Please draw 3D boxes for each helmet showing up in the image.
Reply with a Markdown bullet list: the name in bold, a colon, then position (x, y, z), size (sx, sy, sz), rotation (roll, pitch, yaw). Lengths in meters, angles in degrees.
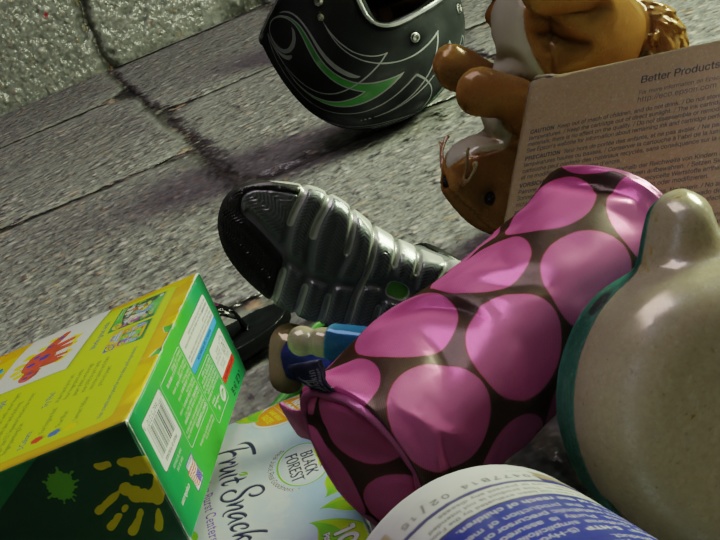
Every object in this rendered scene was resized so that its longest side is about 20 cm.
- **helmet**: position (0.010, -0.244, 1.498), size (0.201, 0.190, 0.200), rotation (-53, 1, 1)

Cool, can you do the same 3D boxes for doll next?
- **doll**: position (0.017, 0.052, 0.794), size (0.199, 0.135, 0.049), rotation (-8, 64, 58)

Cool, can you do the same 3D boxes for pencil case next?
- **pencil case**: position (0.059, 0.028, 0.666), size (0.199, 0.092, 0.093), rotation (-36, 30, -28)

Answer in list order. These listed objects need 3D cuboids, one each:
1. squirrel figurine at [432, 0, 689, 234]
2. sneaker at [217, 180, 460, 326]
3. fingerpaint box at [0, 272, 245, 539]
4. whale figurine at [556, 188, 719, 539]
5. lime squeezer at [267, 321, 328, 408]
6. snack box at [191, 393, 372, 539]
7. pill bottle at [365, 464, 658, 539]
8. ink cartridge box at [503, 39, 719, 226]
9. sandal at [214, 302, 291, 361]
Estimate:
- **squirrel figurine**: position (0.147, -0.113, 1.046), size (0.197, 0.189, 0.141), rotation (6, 12, -28)
- **sneaker**: position (0.000, 0.000, 0.913), size (0.116, 0.198, 0.076), rotation (-129, 64, -81)
- **fingerpaint box**: position (-0.159, 0.095, 0.760), size (0.165, 0.074, 0.200), rotation (-22, 17, 10)
- **whale figurine**: position (0.169, 0.029, 0.619), size (0.200, 0.159, 0.104), rotation (-45, 13, -12)
- **lime squeezer**: position (-0.032, 0.048, 0.967), size (0.070, 0.038, 0.200), rotation (-16, 20, 15)
- **snack box**: position (-0.066, 0.140, 0.723), size (0.141, 0.054, 0.200), rotation (-22, 18, -4)
- **pill bottle**: position (0.079, 0.145, 0.440), size (0.119, 0.121, 0.200), rotation (-27, 19, -17)
- **ink cartridge box**: position (0.175, -0.034, 0.771), size (0.198, 0.075, 0.167), rotation (-7, 59, 42)
- **sandal**: position (-0.147, 0.061, 1.043), size (0.198, 0.049, 0.075), rotation (-22, 18, 1)
